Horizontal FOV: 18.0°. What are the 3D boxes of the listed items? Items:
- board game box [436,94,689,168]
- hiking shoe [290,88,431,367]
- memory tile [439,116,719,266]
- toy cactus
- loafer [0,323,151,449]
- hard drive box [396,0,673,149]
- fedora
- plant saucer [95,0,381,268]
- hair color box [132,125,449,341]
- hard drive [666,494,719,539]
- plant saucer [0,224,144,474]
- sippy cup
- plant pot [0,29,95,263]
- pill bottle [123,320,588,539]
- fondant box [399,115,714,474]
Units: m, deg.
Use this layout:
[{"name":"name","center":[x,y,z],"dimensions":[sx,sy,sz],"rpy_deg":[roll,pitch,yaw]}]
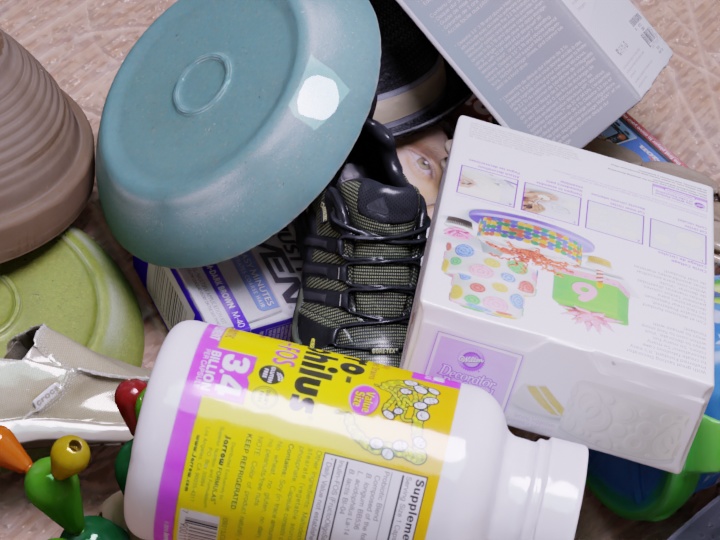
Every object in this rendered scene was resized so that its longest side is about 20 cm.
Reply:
[{"name":"board game box","center":[0.131,-0.077,1.454],"dimensions":[0.103,0.019,0.200],"rpy_deg":[-31,62,-29]},{"name":"hiking shoe","center":[0.000,0.000,1.232],"dimensions":[0.076,0.101,0.200],"rpy_deg":[-3,55,-12]},{"name":"memory tile","center":[0.156,-0.049,1.360],"dimensions":[0.200,0.017,0.153],"rpy_deg":[20,19,13]},{"name":"toy cactus","center":[-0.137,0.138,1.157],"dimensions":[0.102,0.200,0.165],"rpy_deg":[22,10,15]},{"name":"loafer","center":[-0.159,0.062,1.215],"dimensions":[0.200,0.076,0.068],"rpy_deg":[-3,87,-24]},{"name":"hard drive box","center":[0.087,-0.169,1.358],"dimensions":[0.200,0.077,0.156],"rpy_deg":[50,20,-2]},{"name":"fedora","center":[-0.026,-0.145,1.396],"dimensions":[0.200,0.092,0.201],"rpy_deg":[-3,29,2]},{"name":"plant saucer","center":[-0.080,-0.097,1.286],"dimensions":[0.200,0.036,0.200],"rpy_deg":[-21,51,28]},{"name":"hair color box","center":[-0.020,-0.008,1.340],"dimensions":[0.200,0.065,0.109],"rpy_deg":[-15,55,-24]},{"name":"hard drive","center":[0.202,0.204,1.218],"dimensions":[0.135,0.042,0.200],"rpy_deg":[38,53,20]},{"name":"plant saucer","center":[-0.221,0.026,1.295],"dimensions":[0.200,0.031,0.200],"rpy_deg":[5,49,-6]},{"name":"sippy cup","center":[0.193,0.059,1.277],"dimensions":[0.130,0.140,0.178],"rpy_deg":[-13,57,-24]},{"name":"plant pot","center":[-0.255,-0.091,1.318],"dimensions":[0.200,0.093,0.201],"rpy_deg":[2,37,-1]},{"name":"pill bottle","center":[-0.001,0.093,1.042],"dimensions":[0.200,0.104,0.104],"rpy_deg":[13,49,2]},{"name":"fondant box","center":[0.103,0.007,1.149],"dimensions":[0.144,0.058,0.200],"rpy_deg":[16,30,-1]}]
